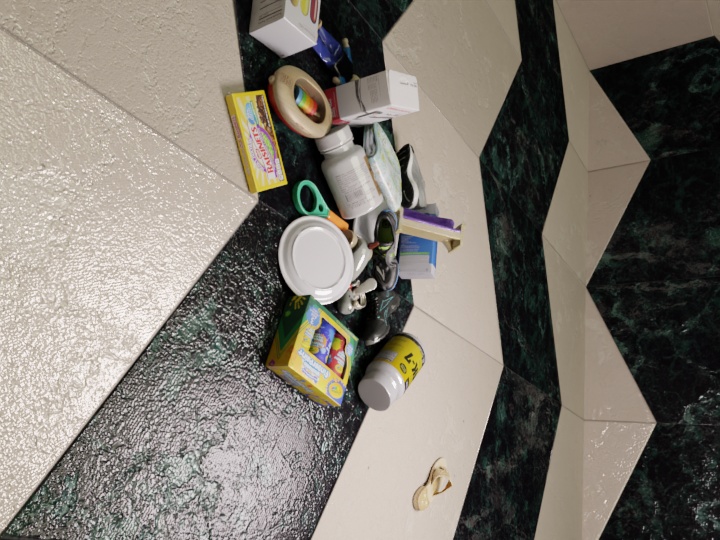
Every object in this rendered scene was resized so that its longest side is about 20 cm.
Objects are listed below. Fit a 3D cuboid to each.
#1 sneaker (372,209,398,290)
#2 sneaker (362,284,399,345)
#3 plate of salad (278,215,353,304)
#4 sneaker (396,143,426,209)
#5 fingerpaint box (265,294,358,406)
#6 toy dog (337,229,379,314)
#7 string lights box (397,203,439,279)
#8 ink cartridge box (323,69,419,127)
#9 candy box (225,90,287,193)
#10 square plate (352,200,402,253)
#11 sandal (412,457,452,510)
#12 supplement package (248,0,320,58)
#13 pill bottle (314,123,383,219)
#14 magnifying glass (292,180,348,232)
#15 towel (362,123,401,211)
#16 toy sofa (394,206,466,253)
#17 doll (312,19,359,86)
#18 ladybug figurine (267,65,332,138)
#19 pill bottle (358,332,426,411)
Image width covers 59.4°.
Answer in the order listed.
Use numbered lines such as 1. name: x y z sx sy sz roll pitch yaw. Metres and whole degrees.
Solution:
1. sneaker: 0.058 -0.051 1.592 0.083 0.069 0.205 -23 114 -73
2. sneaker: 0.039 0.106 1.608 0.080 0.074 0.202 56 34 -24
3. plate of salad: -0.102 -0.023 1.429 0.196 0.048 0.205 10 72 -32
4. sneaker: 0.141 -0.260 1.773 0.078 0.073 0.205 12 63 -40
5. fingerpaint box: -0.099 0.178 1.386 0.200 0.072 0.170 47 49 -40
6. toy dog: 0.000 0.000 1.536 0.131 0.095 0.206 -1 86 -54
7. string lights box: 0.163 -0.082 1.769 0.059 0.100 0.205 44 49 -63
8. ink cartridge box: 0.027 -0.417 1.550 0.145 0.196 0.085 -11 94 -54
9. candy box: -0.217 -0.272 1.329 0.102 0.026 0.205 -26 106 -50
10. square plate: 0.044 -0.147 1.681 0.197 0.028 0.205 36 57 -48
11. sandal: 0.226 0.609 1.788 0.211 0.068 0.079 -31 110 -53
12. supplement package: -0.161 -0.596 1.387 0.113 0.108 0.205 21 68 -51
13. pill bottle: -0.031 -0.238 1.512 0.114 0.112 0.203 -46 118 -47
14. magnifying glass: -0.092 -0.144 1.491 0.199 0.022 0.081 36 56 -49
15. towel: 0.061 -0.277 1.641 0.173 0.047 0.202 58 22 -35
16. toy sofa: 0.177 -0.121 1.684 0.195 0.083 0.100 13 72 -14
17. doll: -0.058 -0.528 1.576 0.200 0.048 0.139 43 53 -43
18. ladybug figurine: -0.142 -0.373 1.412 0.199 0.071 0.139 35 57 -47
19. pill bottle: 0.080 0.255 1.598 0.200 0.112 0.116 -44 120 -48
